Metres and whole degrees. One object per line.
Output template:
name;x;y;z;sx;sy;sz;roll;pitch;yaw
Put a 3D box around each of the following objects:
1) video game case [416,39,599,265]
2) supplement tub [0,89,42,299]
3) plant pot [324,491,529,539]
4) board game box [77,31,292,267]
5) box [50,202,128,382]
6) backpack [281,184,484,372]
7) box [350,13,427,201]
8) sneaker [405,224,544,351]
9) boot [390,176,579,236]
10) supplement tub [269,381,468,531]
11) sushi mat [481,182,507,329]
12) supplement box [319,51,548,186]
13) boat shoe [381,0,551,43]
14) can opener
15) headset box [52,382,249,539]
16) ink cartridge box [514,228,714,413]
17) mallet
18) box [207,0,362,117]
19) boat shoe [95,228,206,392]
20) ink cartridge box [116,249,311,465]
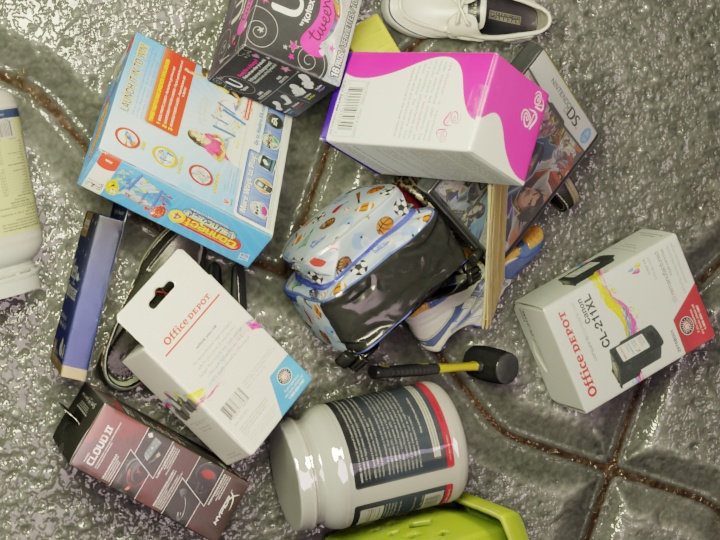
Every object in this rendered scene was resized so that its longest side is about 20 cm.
video game case;0.166;-0.121;1.471;0.200;0.025;0.181;-52;140;-5
supplement tub;-0.399;-0.071;1.344;0.144;0.145;0.202;-12;98;-17
plant pot;0.100;0.366;1.531;0.181;0.200;0.200;-26;102;-23
board game box;-0.176;-0.128;1.399;0.195;0.201;0.056;27;131;-19
box;-0.282;0.008;1.404;0.032;0.121;0.202;15;89;-18
backpack;0.000;0.000;1.465;0.199;0.190;0.155;-35;98;-18
box;0.046;-0.179;1.491;0.050;0.075;0.201;-28;85;-7
sneaker;0.135;0.017;1.585;0.199;0.075;0.089;-31;124;-14
boot;0.144;-0.101;1.565;0.200;0.073;0.151;42;80;-14
supplement tub;0.009;0.210;1.511;0.198;0.140;0.142;-10;98;-18
sushi mat;0.145;-0.043;1.439;0.012;0.096;0.201;7;126;12
supplement box;0.073;-0.154;1.349;0.103;0.199;0.102;26;78;-45
boat shoe;0.125;-0.296;1.545;0.198;0.066;0.073;9;92;-20
can opener;-0.150;0.090;1.489;0.063;0.079;0.202;8;83;-11
headset box;-0.233;0.196;1.422;0.199;0.148;0.075;32;83;-18
ink cartridge box;0.308;0.061;1.630;0.199;0.083;0.147;-29;104;-15
mallet;0.099;0.113;1.535;0.199;0.066;0.042;-2;97;-44
box;-0.070;-0.287;1.422;0.114;0.132;0.202;19;74;-20
boat shoe;-0.220;0.040;1.460;0.073;0.063;0.202;30;84;-17
ink cartridge box;-0.163;0.090;1.408;0.200;0.068;0.115;47;57;-10
